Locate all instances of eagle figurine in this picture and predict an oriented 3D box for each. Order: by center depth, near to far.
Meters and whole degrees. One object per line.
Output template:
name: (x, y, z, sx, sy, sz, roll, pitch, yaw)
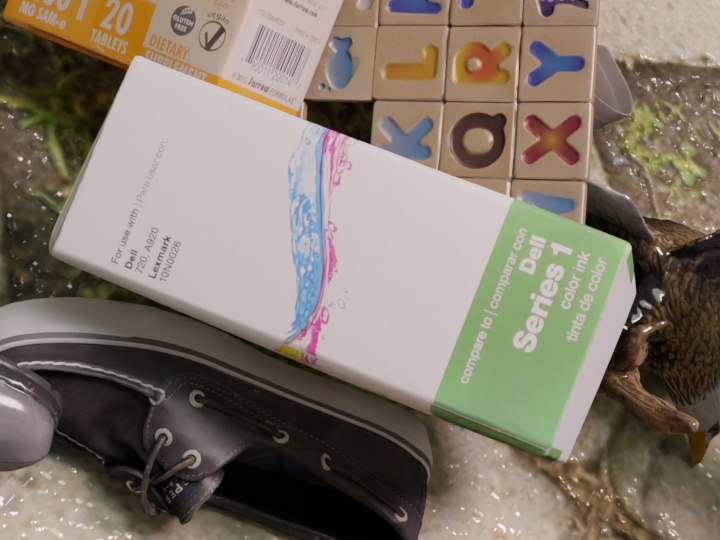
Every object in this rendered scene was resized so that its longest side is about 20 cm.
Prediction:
eagle figurine: (0.169, 0.018, 0.864, 0.199, 0.151, 0.152, -20, 56, -28)

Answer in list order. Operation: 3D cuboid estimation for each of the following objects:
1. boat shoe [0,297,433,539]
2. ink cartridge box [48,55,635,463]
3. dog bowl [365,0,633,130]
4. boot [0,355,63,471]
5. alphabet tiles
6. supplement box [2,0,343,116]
boat shoe: (-0.061, 0.071, 0.727, 0.199, 0.070, 0.066, 22, 45, -23)
ink cartridge box: (0.000, 0.000, 0.717, 0.199, 0.145, 0.084, 22, 87, 11)
dog bowl: (0.052, -0.140, 0.909, 0.200, 0.059, 0.200, 46, 18, -20)
boot: (-0.206, 0.087, 0.635, 0.199, 0.070, 0.132, 6, 55, -13)
alphabet tiles: (0.024, -0.107, 0.811, 0.008, 0.167, 0.201, 14, 80, -68)
supplement box: (-0.059, -0.178, 0.806, 0.126, 0.201, 0.073, 23, 4, 28)
